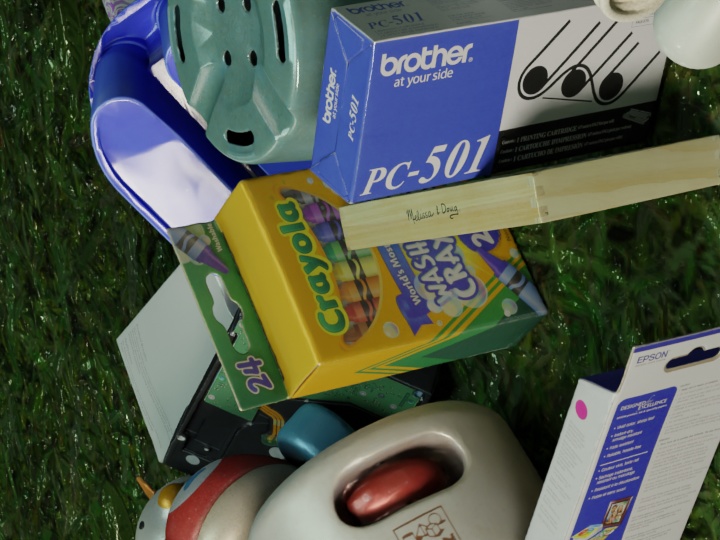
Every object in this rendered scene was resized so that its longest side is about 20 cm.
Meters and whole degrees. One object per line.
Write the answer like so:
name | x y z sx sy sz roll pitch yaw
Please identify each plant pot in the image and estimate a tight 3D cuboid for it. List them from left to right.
plant pot | 0.007 -0.148 1.212 0.200 0.196 0.201 27 122 54

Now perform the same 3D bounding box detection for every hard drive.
hard drive | -0.043 0.097 1.454 0.200 0.140 0.038 120 172 -50

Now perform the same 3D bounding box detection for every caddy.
caddy | -0.086 -0.090 1.366 0.200 0.141 0.105 46 -162 -20

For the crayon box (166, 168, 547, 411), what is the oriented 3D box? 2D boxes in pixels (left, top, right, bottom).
crayon box | 0.000 0.000 1.271 0.052 0.200 0.126 -50 58 53

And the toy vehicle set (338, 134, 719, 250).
toy vehicle set | 0.091 -0.042 1.179 0.200 0.124 0.027 -7 94 59

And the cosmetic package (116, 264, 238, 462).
cosmetic package | -0.102 0.056 1.580 0.200 0.081 0.113 -40 66 55

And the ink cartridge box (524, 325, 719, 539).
ink cartridge box | 0.151 0.100 1.159 0.037 0.095 0.200 52 141 37

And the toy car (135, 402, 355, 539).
toy car | -0.101 0.182 1.450 0.200 0.184 0.177 21 150 45

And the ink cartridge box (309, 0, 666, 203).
ink cartridge box | 0.072 -0.101 1.115 0.044 0.200 0.094 43 135 43

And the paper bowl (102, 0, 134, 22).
paper bowl | -0.100 -0.236 1.448 0.201 0.104 0.201 27 122 53

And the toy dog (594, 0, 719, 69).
toy dog | 0.181 -0.199 0.982 0.200 0.132 0.096 -45 50 22

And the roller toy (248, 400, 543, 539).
roller toy | 0.035 0.181 1.290 0.182 0.200 0.140 -47 60 30
